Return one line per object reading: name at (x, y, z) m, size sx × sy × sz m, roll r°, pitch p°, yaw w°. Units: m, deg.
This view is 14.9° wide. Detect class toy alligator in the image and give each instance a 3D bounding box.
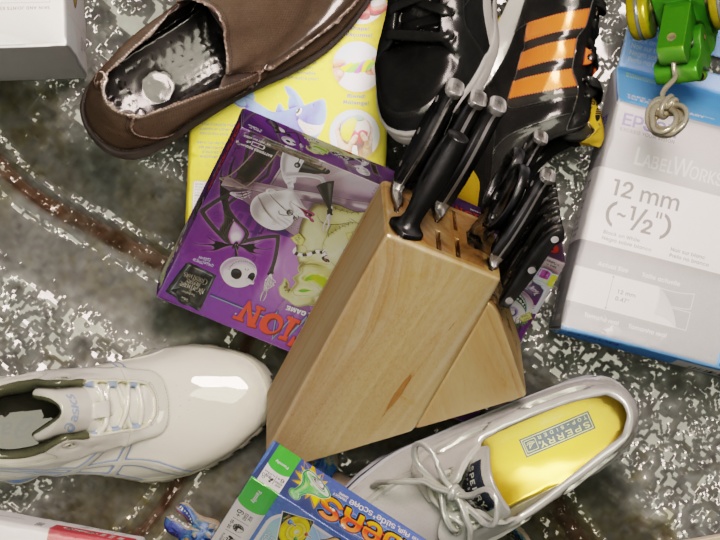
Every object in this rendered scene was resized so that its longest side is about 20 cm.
toy alligator at (0.184, -0.134, 1.553) m, size 0.059 × 0.054 × 0.200 m, roll -5°, pitch 49°, yaw 19°

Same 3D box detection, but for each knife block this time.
knife block at (0.019, -0.003, 1.486) m, size 0.199 × 0.064 × 0.176 m, roll -17°, pitch 118°, yaw 9°

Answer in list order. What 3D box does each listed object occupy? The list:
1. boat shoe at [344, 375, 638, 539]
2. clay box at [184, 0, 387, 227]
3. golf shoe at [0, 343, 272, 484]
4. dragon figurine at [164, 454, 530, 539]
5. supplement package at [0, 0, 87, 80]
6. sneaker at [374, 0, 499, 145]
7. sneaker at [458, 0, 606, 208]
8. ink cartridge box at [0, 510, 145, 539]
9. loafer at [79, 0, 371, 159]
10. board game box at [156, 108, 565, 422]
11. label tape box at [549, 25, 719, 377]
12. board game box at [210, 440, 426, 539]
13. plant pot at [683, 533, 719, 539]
boat shoe at (0.062, 0.119, 1.490) m, size 0.201 × 0.086 × 0.075 m, roll -25°, pitch 87°, yaw 0°
clay box at (-0.041, -0.100, 1.578) m, size 0.114 × 0.048 × 0.201 m, roll 3°, pitch 86°, yaw -2°
golf shoe at (-0.145, 0.085, 1.545) m, size 0.199 × 0.097 × 0.079 m, roll -10°, pitch 86°, yaw -3°
dragon figurine at (-0.009, 0.153, 1.561) m, size 0.199 × 0.059 × 0.100 m, roll 20°, pitch 87°, yaw 0°
supplement package at (-0.233, -0.212, 1.528) m, size 0.150 × 0.152 × 0.201 m, roll -2°, pitch 87°, yaw -2°
sneaker at (0.032, -0.178, 1.504) m, size 0.073 × 0.112 × 0.201 m, roll 0°, pitch 60°, yaw 33°
sneaker at (0.114, -0.113, 1.562) m, size 0.090 × 0.070 × 0.200 m, roll 35°, pitch 93°, yaw 18°
ink cartridge box at (-0.226, 0.170, 1.514) m, size 0.199 × 0.144 × 0.084 m, roll 10°, pitch 86°, yaw -1°
loafer at (-0.067, -0.132, 1.519) m, size 0.200 × 0.071 × 0.073 m, roll -40°, pitch 88°, yaw -5°
board game box at (0.000, 0.000, 1.539) m, size 0.199 × 0.032 × 0.120 m, roll 22°, pitch 121°, yaw -12°
label tape box at (0.202, -0.044, 1.572) m, size 0.143 × 0.066 × 0.201 m, roll 14°, pitch 89°, yaw -1°
board game box at (-0.034, 0.197, 1.507) m, size 0.135 × 0.034 × 0.200 m, roll 32°, pitch 132°, yaw 1°
plant pot at (0.275, 0.244, 1.506) m, size 0.199 × 0.200 × 0.178 m, roll -9°, pitch 100°, yaw -2°
